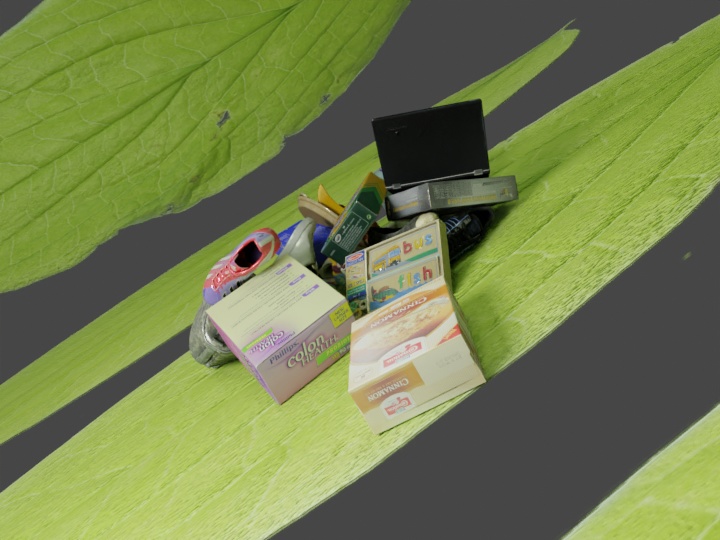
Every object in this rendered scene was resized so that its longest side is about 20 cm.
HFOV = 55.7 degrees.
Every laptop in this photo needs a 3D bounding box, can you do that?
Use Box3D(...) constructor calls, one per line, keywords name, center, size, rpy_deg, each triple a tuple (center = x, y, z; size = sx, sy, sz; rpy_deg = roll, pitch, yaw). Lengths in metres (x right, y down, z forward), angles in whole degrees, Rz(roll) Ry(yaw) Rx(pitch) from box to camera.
Box3D(name="laptop", center=(0.131, -0.212, 1.222), size=(0.186, 0.117, 0.200), rpy_deg=(-8, 0, 9))

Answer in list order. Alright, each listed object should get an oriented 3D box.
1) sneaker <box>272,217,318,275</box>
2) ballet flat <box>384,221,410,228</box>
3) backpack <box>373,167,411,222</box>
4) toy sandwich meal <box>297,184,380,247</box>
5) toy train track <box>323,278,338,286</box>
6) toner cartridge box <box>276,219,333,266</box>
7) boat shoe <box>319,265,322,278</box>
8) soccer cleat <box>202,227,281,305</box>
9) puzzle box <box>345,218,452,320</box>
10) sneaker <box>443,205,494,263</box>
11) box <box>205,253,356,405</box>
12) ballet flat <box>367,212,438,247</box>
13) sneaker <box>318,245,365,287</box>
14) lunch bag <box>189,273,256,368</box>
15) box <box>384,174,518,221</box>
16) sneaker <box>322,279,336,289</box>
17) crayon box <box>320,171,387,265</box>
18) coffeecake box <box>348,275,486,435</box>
Box3D(name="sneaker", center=(-0.113, -0.023, 1.327), size=(0.073, 0.084, 0.201), rpy_deg=(-63, 2, 45))
Box3D(name="ballet flat", center=(0.083, -0.070, 1.390), size=(0.076, 0.064, 0.200), rpy_deg=(-38, 17, -25))
Box3D(name="backpack", center=(0.113, -0.183, 1.469), size=(0.150, 0.178, 0.200), rpy_deg=(-29, 9, -5))
Box3D(name="toy sandwich meal", center=(-0.047, -0.115, 1.499), size=(0.070, 0.205, 0.205), rpy_deg=(-54, 21, -10))
Box3D(name="toy train track", center=(-0.075, 0.022, 1.383), size=(0.199, 0.033, 0.115), rpy_deg=(-21, 50, -8))
Box3D(name="toner cartridge box", center=(-0.115, -0.060, 1.480), size=(0.095, 0.043, 0.200), rpy_deg=(-32, 24, -21))
Box3D(name="boat shoe", center=(-0.123, 0.024, 1.468), size=(0.062, 0.074, 0.200), rpy_deg=(-7, 30, 50))
Box3D(name="soccer cleat", center=(-0.217, -0.002, 1.177), size=(0.200, 0.067, 0.076), rpy_deg=(-39, -1, 25))
Box3D(name="puzzle box", center=(0.059, 0.006, 1.144), size=(0.199, 0.025, 0.134), rpy_deg=(-22, 55, 31))
Box3D(name="sneaker", center=(0.163, -0.057, 1.194), size=(0.078, 0.070, 0.200), rpy_deg=(-24, 15, 49))
Box3D(name="box", center=(-0.127, 0.090, 1.127), size=(0.176, 0.097, 0.200), rpy_deg=(-37, 38, -17))
Box3D(name="ballet flat", center=(0.071, -0.075, 1.273), size=(0.066, 0.057, 0.200), rpy_deg=(-20, 0, -36))
Box3D(name="sneaker", center=(0.000, 0.000, 1.301), size=(0.090, 0.075, 0.199), rpy_deg=(-41, 24, -24))
Box3D(name="lunch bag", center=(-0.258, 0.100, 1.332), size=(0.168, 0.139, 0.200), rpy_deg=(-57, 9, -24))
Box3D(name="box", center=(0.169, -0.134, 1.279), size=(0.199, 0.049, 0.158), rpy_deg=(-9, 0, -28))
Box3D(name="sneaker", center=(-0.119, 0.083, 1.284), size=(0.099, 0.075, 0.200), rpy_deg=(-14, 23, 43))
Box3D(name="crayon box", center=(-0.005, -0.108, 1.307), size=(0.126, 0.051, 0.200), rpy_deg=(-54, 7, 27))
Box3D(name="coffeecake box", center=(0.067, 0.103, 0.891), size=(0.153, 0.073, 0.200), rpy_deg=(-28, 17, 10))
